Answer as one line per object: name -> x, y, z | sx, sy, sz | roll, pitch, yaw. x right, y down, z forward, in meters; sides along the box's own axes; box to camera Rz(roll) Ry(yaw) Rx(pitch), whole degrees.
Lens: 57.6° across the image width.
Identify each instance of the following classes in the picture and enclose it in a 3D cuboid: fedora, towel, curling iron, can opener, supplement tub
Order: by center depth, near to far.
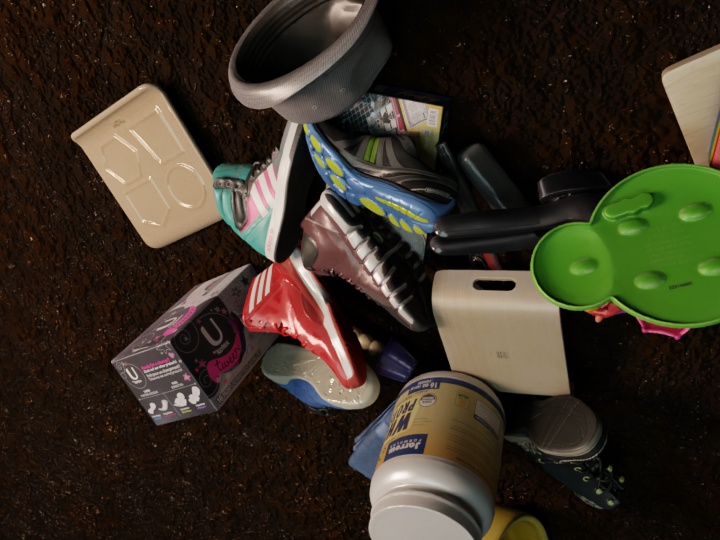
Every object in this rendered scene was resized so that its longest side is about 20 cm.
can opener -> 0.167, -0.045, 0.667 | 0.199, 0.079, 0.064 | -14, 138, -5
fedora -> -0.037, -0.224, 0.673 | 0.200, 0.177, 0.090 | -36, 136, 12
can opener -> 0.184, -0.063, 0.718 | 0.066, 0.053, 0.200 | -44, 97, 3
curling iron -> 0.120, -0.055, 0.741 | 0.049, 0.026, 0.201 | -3, 128, 32
supplement tub -> 0.093, 0.235, 0.780 | 0.143, 0.200, 0.145 | 9, 127, 12
towel -> 0.071, 0.246, 0.955 | 0.111, 0.049, 0.200 | 35, 127, -2

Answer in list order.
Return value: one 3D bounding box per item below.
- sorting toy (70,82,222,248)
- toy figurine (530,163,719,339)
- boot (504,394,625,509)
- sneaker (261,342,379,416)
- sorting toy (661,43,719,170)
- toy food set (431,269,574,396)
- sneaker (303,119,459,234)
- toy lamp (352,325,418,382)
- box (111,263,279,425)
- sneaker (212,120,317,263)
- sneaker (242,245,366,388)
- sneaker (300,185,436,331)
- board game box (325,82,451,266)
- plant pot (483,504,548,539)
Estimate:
sorting toy -> -0.281, -0.138, 0.904 | 0.184, 0.037, 0.201 | -19, 114, 33
toy figurine -> 0.273, 0.014, 0.639 | 0.199, 0.151, 0.184 | -15, 155, 13
boot -> 0.271, 0.224, 0.792 | 0.154, 0.074, 0.204 | 39, 165, -5
sneaker -> -0.037, 0.159, 0.911 | 0.199, 0.077, 0.111 | 5, 152, 38
sorting toy -> 0.394, -0.117, 0.561 | 0.199, 0.070, 0.200 | -20, 109, 34
toy food set -> 0.176, 0.078, 0.785 | 0.143, 0.061, 0.201 | 1, 136, 25
sneaker -> 0.019, -0.113, 0.707 | 0.199, 0.083, 0.071 | 33, 157, 23
toy lamp -> -0.014, 0.086, 0.894 | 0.199, 0.058, 0.058 | 30, 128, 8
box -> -0.214, 0.097, 0.906 | 0.132, 0.200, 0.115 | -20, 110, 33
sneaker -> -0.119, -0.122, 0.806 | 0.120, 0.084, 0.201 | 25, 113, 19
sneaker -> -0.077, 0.079, 0.841 | 0.115, 0.078, 0.201 | -30, 66, 8
sneaker -> 0.000, 0.000, 0.789 | 0.115, 0.076, 0.201 | -35, 90, 43
board game box -> 0.026, -0.112, 0.766 | 0.135, 0.035, 0.201 | 16, 125, 17
plant pot -> 0.148, 0.434, 0.956 | 0.188, 0.201, 0.202 | 0, 121, 44
